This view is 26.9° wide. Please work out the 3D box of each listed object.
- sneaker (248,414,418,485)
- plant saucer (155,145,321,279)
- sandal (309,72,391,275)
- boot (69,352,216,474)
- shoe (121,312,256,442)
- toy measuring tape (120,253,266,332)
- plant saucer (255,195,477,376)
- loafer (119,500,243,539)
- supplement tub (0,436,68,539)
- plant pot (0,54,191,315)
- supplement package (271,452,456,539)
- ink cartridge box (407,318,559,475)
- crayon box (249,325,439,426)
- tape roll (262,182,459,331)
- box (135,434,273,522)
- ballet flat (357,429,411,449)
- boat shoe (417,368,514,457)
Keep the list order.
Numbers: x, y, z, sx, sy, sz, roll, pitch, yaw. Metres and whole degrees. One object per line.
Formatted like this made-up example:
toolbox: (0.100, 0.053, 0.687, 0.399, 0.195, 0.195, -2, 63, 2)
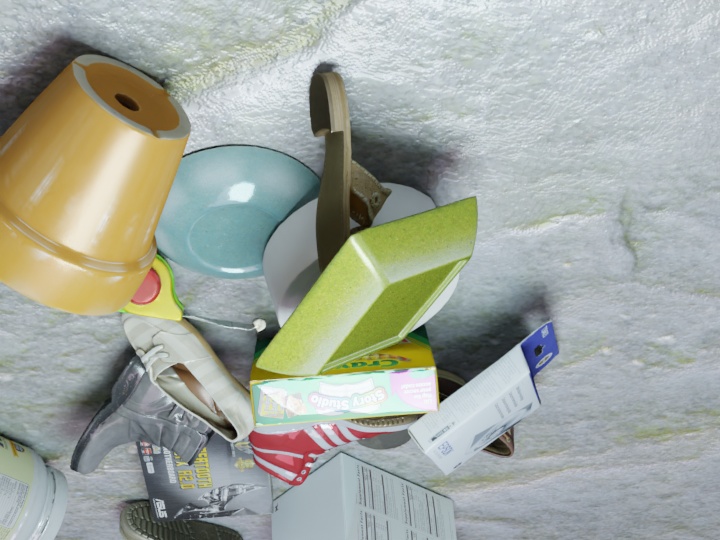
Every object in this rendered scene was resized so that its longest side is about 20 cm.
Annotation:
sneaker: (-0.034, 0.192, 1.760, 0.199, 0.071, 0.113, -1, 132, -4)
plant saucer: (-0.129, -0.045, 1.571, 0.200, 0.039, 0.202, -3, 140, -2)
sandal: (-0.002, -0.085, 1.450, 0.069, 0.078, 0.213, -7, 97, -22)
boot: (-0.247, 0.192, 1.754, 0.131, 0.070, 0.200, 33, 120, -5)
shoe: (-0.192, 0.113, 1.671, 0.200, 0.053, 0.070, 43, 128, -2)
toy measuring tape: (-0.195, 0.018, 1.609, 0.199, 0.074, 0.074, 9, 138, -8)
plant saucer: (0.019, 0.026, 1.457, 0.199, 0.048, 0.200, -19, 154, -49)
loafer: (-0.244, 0.368, 2.008, 0.199, 0.076, 0.068, 27, 124, -32)
supplement tub: (-0.469, 0.264, 1.812, 0.200, 0.146, 0.145, 30, 129, -34)
plant pot: (-0.256, -0.092, 1.407, 0.199, 0.201, 0.184, 23, 116, -29)
supplement package: (0.006, 0.365, 1.972, 0.199, 0.151, 0.152, 27, 130, -32)
ink cartridge box: (0.154, 0.149, 1.706, 0.200, 0.041, 0.200, -38, 162, 0)
crayon box: (-0.019, 0.114, 1.668, 0.199, 0.173, 0.059, -5, 102, -1)
tape roll: (0.000, 0.000, 1.582, 0.201, 0.071, 0.203, -14, 145, -10)
box: (-0.193, 0.239, 1.886, 0.157, 0.049, 0.201, -3, 139, -2)
ballet flat: (-0.011, 0.168, 1.833, 0.200, 0.047, 0.067, 27, 121, -39)
boat shoe: (0.110, 0.179, 1.828, 0.199, 0.072, 0.072, 27, 130, -32)
